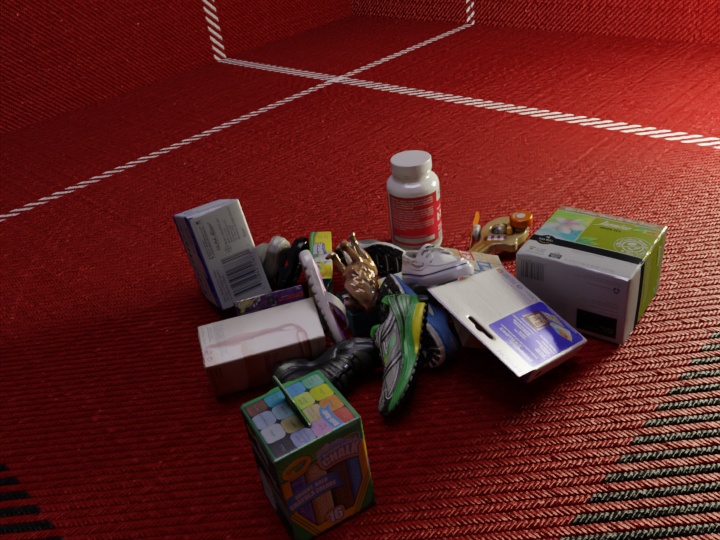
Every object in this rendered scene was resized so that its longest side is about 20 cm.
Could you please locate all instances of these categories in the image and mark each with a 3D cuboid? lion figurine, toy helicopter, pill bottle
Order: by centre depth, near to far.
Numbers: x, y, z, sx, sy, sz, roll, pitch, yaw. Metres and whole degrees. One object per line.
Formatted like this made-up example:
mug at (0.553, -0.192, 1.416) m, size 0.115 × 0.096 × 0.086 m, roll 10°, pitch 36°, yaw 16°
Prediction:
lion figurine at (0.000, 0.000, 1.230) m, size 0.072 × 0.123 × 0.200 m, roll -40°, pitch 4°, yaw 21°
toy helicopter at (0.256, -0.059, 1.378) m, size 0.199 × 0.080 × 0.132 m, roll -35°, pitch 40°, yaw -31°
pill bottle at (0.113, -0.144, 1.423) m, size 0.111 × 0.202 × 0.113 m, roll -6°, pitch 32°, yaw 3°

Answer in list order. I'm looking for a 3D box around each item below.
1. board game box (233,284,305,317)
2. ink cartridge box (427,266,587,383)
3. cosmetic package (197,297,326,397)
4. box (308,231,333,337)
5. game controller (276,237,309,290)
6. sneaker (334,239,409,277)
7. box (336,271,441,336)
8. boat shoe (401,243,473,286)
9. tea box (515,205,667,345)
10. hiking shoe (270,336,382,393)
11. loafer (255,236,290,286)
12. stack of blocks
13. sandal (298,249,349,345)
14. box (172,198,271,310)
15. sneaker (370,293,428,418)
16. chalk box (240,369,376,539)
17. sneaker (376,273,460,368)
board game box at (-0.168, 0.061, 1.215) m, size 0.119 × 0.033 × 0.200 m, roll -18°, pitch -4°, yaw -11°
ink cartridge box at (0.224, 0.083, 1.054) m, size 0.199 × 0.044 × 0.198 m, roll -14°, pitch 48°, yaw -42°
cosmetic package at (-0.161, 0.129, 1.126) m, size 0.198 × 0.104 × 0.088 m, roll -15°, pitch 52°, yaw -9°
box at (-0.074, 0.025, 1.273) m, size 0.048 × 0.119 × 0.201 m, roll -3°, pitch 31°, yaw -4°
game controller at (-0.124, -0.006, 1.282) m, size 0.042 × 0.105 × 0.200 m, roll 31°, pitch -6°, yaw -1°
sneaker at (0.039, -0.033, 1.373) m, size 0.199 × 0.075 × 0.079 m, roll 11°, pitch 26°, yaw 42°
box at (0.061, 0.052, 1.264) m, size 0.198 × 0.050 × 0.082 m, roll -18°, pitch 34°, yaw -16°
boat shoe at (0.120, -0.012, 1.162) m, size 0.073 × 0.068 × 0.199 m, roll -15°, pitch 3°, yaw -28°
tea box at (0.405, 0.000, 1.190) m, size 0.198 × 0.135 × 0.196 m, roll 17°, pitch 38°, yaw 34°
hiking shoe at (-0.041, 0.178, 1.080) m, size 0.198 × 0.076 × 0.101 m, roll -18°, pitch 44°, yaw -4°
loafer at (-0.181, -0.022, 1.316) m, size 0.069 × 0.200 × 0.070 m, roll 30°, pitch 67°, yaw -1°
stack of blocks at (0.212, 0.049, 1.183) m, size 0.114 × 0.059 × 0.201 m, roll 8°, pitch 37°, yaw -18°
sandal at (-0.047, 0.057, 1.134) m, size 0.049 × 0.205 × 0.082 m, roll -23°, pitch 13°, yaw -6°
box at (-0.271, -0.036, 1.302) m, size 0.104 × 0.186 × 0.200 m, roll -23°, pitch 13°, yaw -19°
sneaker at (0.054, 0.132, 1.056) m, size 0.084 × 0.078 × 0.202 m, roll 7°, pitch 65°, yaw 11°
chalk box at (-0.071, 0.223, 0.874) m, size 0.123 × 0.202 × 0.125 m, roll -22°, pitch 34°, yaw -22°
sneaker at (0.100, 0.085, 1.168) m, size 0.088 × 0.079 × 0.201 m, roll -1°, pitch 44°, yaw -42°
